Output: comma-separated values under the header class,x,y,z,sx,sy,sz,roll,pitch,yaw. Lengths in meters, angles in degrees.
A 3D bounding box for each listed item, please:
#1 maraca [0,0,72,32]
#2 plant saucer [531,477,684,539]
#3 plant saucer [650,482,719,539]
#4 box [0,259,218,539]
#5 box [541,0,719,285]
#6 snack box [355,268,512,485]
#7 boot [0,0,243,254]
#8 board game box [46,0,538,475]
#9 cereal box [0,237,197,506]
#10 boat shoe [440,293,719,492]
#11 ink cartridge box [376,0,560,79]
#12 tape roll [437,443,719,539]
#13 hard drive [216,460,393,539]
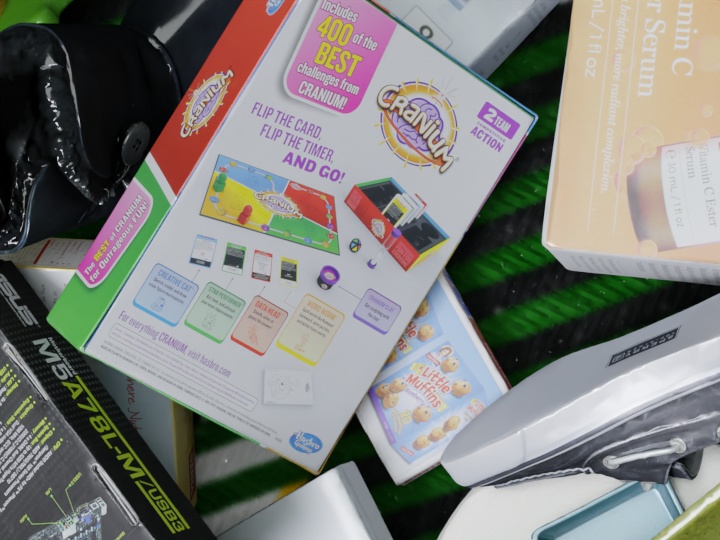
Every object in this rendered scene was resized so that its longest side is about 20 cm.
class,x,y,z,sx,sy,sz,roll,pitch,yaw
maraca,-0.205,-0.095,1.204,0.199,0.137,0.107,-36,116,12
plant saucer,0.153,0.194,1.134,0.070,0.019,0.201,-28,80,7
plant saucer,0.173,0.211,1.081,0.200,0.048,0.200,-42,76,20
box,-0.173,0.132,1.143,0.193,0.047,0.200,49,118,16
box,0.193,-0.070,1.143,0.198,0.106,0.154,5,86,11
snack box,0.000,0.000,1.212,0.072,0.024,0.201,-31,80,7
boot,-0.100,-0.103,1.137,0.076,0.168,0.201,29,105,20
board game box,-0.028,-0.025,1.136,0.201,0.153,0.040,-58,37,1
cereal box,-0.180,0.053,1.201,0.198,0.040,0.145,4,116,9
boat shoe,0.127,0.066,1.114,0.199,0.072,0.068,-27,103,28
ink cartridge box,0.043,-0.195,1.211,0.163,0.057,0.200,45,98,11
tape roll,0.126,0.172,1.169,0.201,0.037,0.205,-1,84,10
hard drive,-0.011,0.209,1.174,0.132,0.027,0.201,-32,79,28
